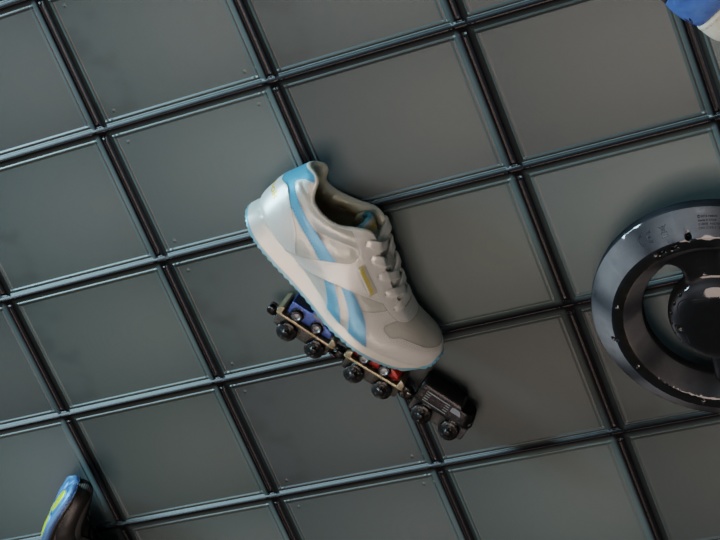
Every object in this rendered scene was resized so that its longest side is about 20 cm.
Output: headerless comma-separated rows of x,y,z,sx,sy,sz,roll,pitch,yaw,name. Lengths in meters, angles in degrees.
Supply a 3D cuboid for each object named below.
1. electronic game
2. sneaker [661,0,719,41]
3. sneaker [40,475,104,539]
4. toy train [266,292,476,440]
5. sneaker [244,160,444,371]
0.279,0.031,1.428,0.199,0.042,0.200,9,129,12,electronic game
0.262,-0.257,1.260,0.111,0.077,0.200,30,130,-11,sneaker
-0.252,0.272,1.738,0.082,0.071,0.200,5,124,10,sneaker
0.011,0.076,1.557,0.200,0.034,0.046,32,120,-1,toy train
0.000,0.000,1.494,0.200,0.077,0.081,44,120,-11,sneaker
